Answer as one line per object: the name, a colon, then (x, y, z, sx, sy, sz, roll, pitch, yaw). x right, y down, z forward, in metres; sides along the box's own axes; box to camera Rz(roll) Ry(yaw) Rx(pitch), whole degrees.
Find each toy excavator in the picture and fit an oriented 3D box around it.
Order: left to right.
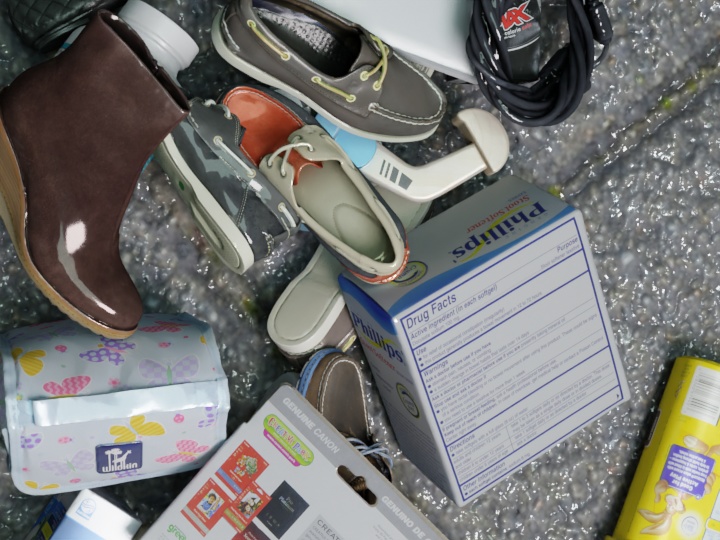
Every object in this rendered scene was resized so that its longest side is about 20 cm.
toy excavator: (-0.004, -0.084, 1.383, 0.199, 0.100, 0.195, 34, 85, -5)

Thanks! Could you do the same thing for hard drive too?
hard drive: (0.023, -0.244, 1.348, 0.199, 0.027, 0.133, 18, 81, -17)

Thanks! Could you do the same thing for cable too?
cable: (0.148, -0.205, 1.363, 0.200, 0.051, 0.164, -36, 123, -48)

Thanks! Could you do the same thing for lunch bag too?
lunch bag: (-0.196, 0.101, 1.298, 0.168, 0.200, 0.128, -7, 92, -15)

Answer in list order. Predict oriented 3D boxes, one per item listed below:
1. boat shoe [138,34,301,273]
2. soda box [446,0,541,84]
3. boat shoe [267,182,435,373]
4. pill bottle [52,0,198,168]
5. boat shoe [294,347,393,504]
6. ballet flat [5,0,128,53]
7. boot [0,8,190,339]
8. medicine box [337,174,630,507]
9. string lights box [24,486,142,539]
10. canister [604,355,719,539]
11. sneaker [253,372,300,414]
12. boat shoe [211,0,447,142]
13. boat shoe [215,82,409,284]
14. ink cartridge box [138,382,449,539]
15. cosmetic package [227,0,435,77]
boat shoe: (-0.121, -0.097, 1.264, 0.067, 0.072, 0.201, -34, 88, -16)
soda box: (0.116, -0.261, 1.439, 0.063, 0.071, 0.201, 1, 91, -16)
boat shoe: (0.000, 0.000, 1.419, 0.200, 0.072, 0.060, -52, 143, -19)
pill bottle: (-0.213, -0.116, 1.335, 0.111, 0.111, 0.200, 37, 82, -12)
boat shoe: (-0.008, 0.163, 1.353, 0.072, 0.072, 0.201, 1, 86, -42)
ballet flat: (-0.194, -0.246, 1.362, 0.199, 0.066, 0.057, -33, 89, -13)
boot: (-0.183, -0.065, 1.214, 0.166, 0.072, 0.200, -35, 93, 25)
medicine box: (0.105, 0.056, 1.386, 0.182, 0.103, 0.201, -30, 121, -16)
string lights box: (-0.256, 0.263, 1.334, 0.059, 0.103, 0.201, 35, 82, -14)
canister: (0.313, 0.193, 1.492, 0.148, 0.087, 0.201, 23, 84, -14)
sneaker: (-0.046, 0.194, 1.414, 0.111, 0.073, 0.201, 18, 82, -28)
boat shoe: (-0.015, -0.159, 1.301, 0.200, 0.061, 0.072, 22, 65, -20)
boat shoe: (-0.038, -0.070, 1.290, 0.071, 0.063, 0.200, -42, 85, -2)
ink cartridge box: (-0.036, 0.214, 1.271, 0.200, 0.084, 0.176, 44, 95, 17)
cosmetic package: (-0.021, -0.235, 1.393, 0.199, 0.087, 0.104, 32, 79, -14)
